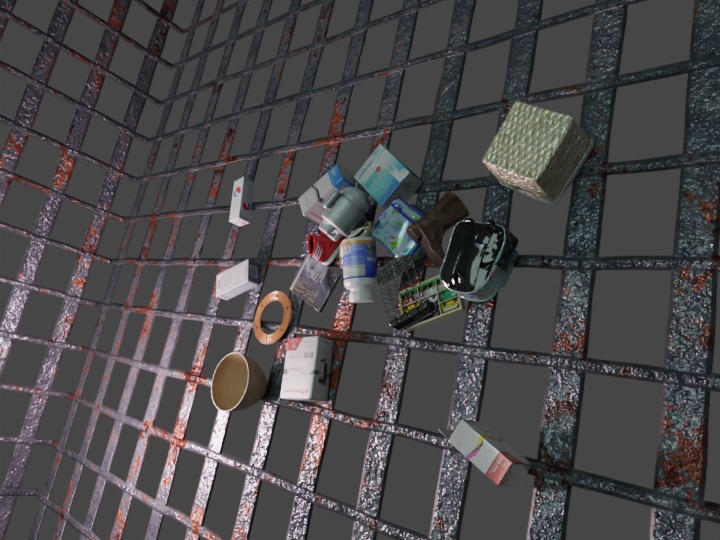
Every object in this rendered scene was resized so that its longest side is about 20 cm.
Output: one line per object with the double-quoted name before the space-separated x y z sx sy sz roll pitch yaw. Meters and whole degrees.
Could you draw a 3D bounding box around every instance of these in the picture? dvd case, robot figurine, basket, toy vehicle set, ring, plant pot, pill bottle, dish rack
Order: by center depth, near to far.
"basket" 0.460 -0.307 1.436 0.198 0.161 0.201 36 99 43
"toy vehicle set" 0.205 0.089 1.586 0.200 0.026 0.125 -26 57 31
"dish rack" 0.126 0.060 1.602 0.153 0.054 0.201 -32 59 26
"pill bottle" 0.000 0.000 1.732 0.112 0.112 0.201 -10 80 38
"robot figurine" -0.049 -0.194 1.815 0.200 0.170 0.113 -52 40 -1
"plant pot" -0.409 0.400 1.919 0.200 0.134 0.201 -16 63 36
"dvd case" -0.164 0.041 1.935 0.200 0.016 0.149 32 95 44
"ring" -0.323 0.175 2.017 0.200 0.019 0.201 -18 61 36

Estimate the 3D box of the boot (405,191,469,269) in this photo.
"boot" 0.260 -0.117 1.583 0.200 0.064 0.187 -39 84 -20

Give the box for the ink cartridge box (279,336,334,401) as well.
"ink cartridge box" -0.174 0.324 1.780 0.146 0.083 0.201 -9 67 39

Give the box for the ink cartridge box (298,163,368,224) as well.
"ink cartridge box" -0.097 -0.256 1.909 0.200 0.144 0.084 -38 50 23

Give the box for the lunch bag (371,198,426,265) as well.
"lunch bag" 0.139 -0.122 1.695 0.161 0.082 0.200 -50 49 10

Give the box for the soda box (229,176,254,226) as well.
"soda box" -0.510 -0.297 2.344 0.068 0.064 0.201 -14 63 36

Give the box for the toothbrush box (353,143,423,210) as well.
"toothbrush box" 0.091 -0.303 1.808 0.147 0.085 0.200 -49 47 15

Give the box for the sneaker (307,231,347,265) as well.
"sneaker" -0.107 -0.124 1.880 0.078 0.115 0.201 22 84 44

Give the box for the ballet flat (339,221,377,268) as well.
"ballet flat" -0.022 -0.092 1.825 0.200 0.075 0.068 -46 48 18

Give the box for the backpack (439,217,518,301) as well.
"backpack" 0.311 -0.018 1.451 0.177 0.150 0.201 14 75 46

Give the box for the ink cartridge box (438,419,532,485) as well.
"ink cartridge box" 0.296 0.422 1.307 0.200 0.116 0.068 35 98 43

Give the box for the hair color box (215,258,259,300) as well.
"hair color box" -0.496 0.038 2.196 0.199 0.061 0.099 -23 58 32
